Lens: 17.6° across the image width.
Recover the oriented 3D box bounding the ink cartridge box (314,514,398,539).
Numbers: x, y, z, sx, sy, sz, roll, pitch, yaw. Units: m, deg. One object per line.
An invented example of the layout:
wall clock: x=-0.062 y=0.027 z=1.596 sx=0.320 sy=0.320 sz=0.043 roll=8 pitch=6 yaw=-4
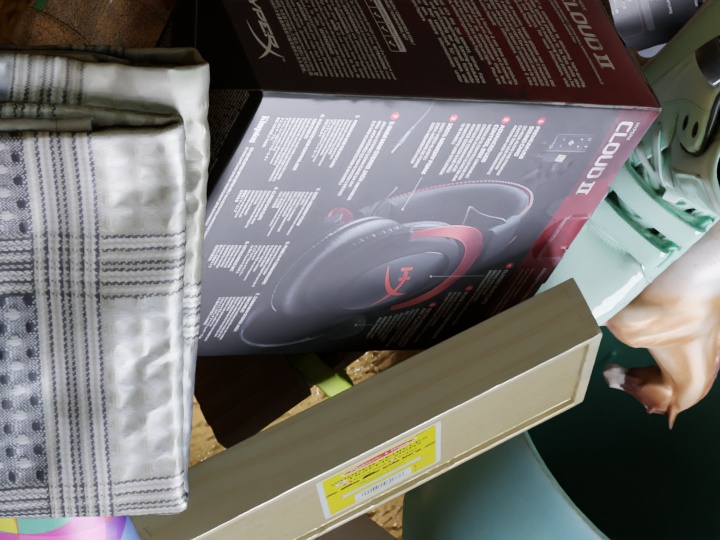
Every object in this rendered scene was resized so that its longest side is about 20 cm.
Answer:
ink cartridge box: x=-0.059 y=0.220 z=1.130 sx=0.144 sy=0.085 sz=0.201 roll=-5 pitch=117 yaw=-48

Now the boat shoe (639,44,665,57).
boat shoe: x=0.156 y=-0.172 z=1.121 sx=0.200 sy=0.071 sz=0.070 roll=-50 pitch=-170 yaw=16

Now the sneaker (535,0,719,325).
sneaker: x=0.121 y=-0.034 z=0.958 sx=0.201 sy=0.074 sz=0.118 roll=-52 pitch=-171 yaw=23

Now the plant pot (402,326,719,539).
plant pot: x=0.115 y=0.118 z=1.176 sx=0.200 sy=0.201 sz=0.161 roll=-15 pitch=155 yaw=-44

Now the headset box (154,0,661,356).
headset box: x=0.009 y=-0.040 z=0.908 sx=0.199 sy=0.075 sz=0.149 roll=-1 pitch=140 yaw=-31

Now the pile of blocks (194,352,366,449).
pile of blocks: x=0.000 y=0.000 z=1.048 sx=0.200 sy=0.082 sz=0.062 roll=-56 pitch=144 yaw=-6

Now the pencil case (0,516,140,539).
pencil case: x=-0.131 y=0.114 z=0.976 sx=0.088 sy=0.088 sz=0.201 roll=-30 pitch=133 yaw=-34

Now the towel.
towel: x=-0.151 y=0.008 z=0.825 sx=0.192 sy=0.035 sz=0.201 roll=2 pitch=120 yaw=-3

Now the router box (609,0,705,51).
router box: x=0.109 y=-0.183 z=1.003 sx=0.149 sy=0.062 sz=0.200 roll=-17 pitch=138 yaw=6

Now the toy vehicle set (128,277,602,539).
toy vehicle set: x=0.004 y=0.074 z=0.962 sx=0.199 sy=0.027 sz=0.124 roll=-26 pitch=165 yaw=-7

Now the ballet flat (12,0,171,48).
ballet flat: x=-0.055 y=-0.086 z=0.940 sx=0.200 sy=0.068 sz=0.068 roll=18 pitch=93 yaw=-55

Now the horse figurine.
horse figurine: x=0.142 y=-0.025 z=1.051 sx=0.200 sy=0.132 sz=0.050 roll=-58 pitch=-170 yaw=24

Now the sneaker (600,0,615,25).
sneaker: x=0.023 y=-0.128 z=0.949 sx=0.112 sy=0.071 sz=0.200 roll=-24 pitch=137 yaw=20
